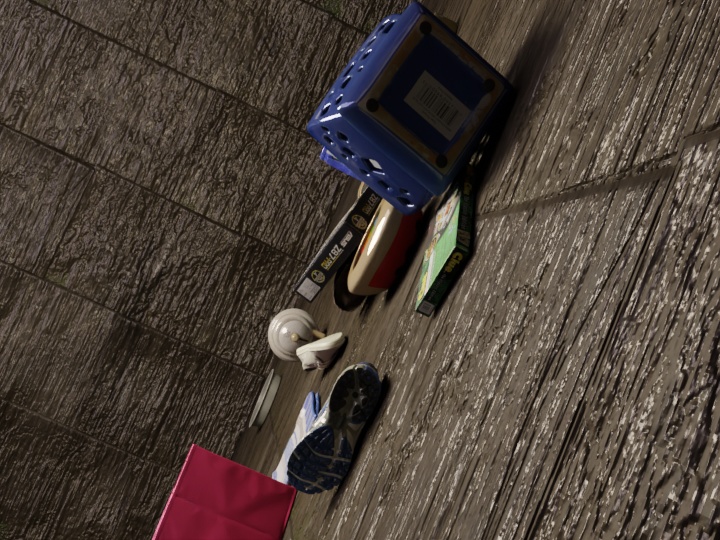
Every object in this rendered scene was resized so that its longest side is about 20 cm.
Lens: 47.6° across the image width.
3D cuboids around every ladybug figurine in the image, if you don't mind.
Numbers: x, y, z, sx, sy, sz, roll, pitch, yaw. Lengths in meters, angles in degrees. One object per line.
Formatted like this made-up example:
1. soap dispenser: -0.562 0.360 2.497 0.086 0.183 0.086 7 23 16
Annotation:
1. ladybug figurine: 0.043 -0.043 1.292 0.136 0.071 0.202 -77 12 -61

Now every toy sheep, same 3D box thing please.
1. toy sheep: -0.156 0.156 1.943 0.200 0.136 0.140 149 144 -78

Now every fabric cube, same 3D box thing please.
1. fabric cube: -0.248 0.455 1.389 0.197 0.197 0.202 123 169 -48

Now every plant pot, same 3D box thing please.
1. plant pot: 0.069 -0.211 1.061 0.201 0.199 0.180 -54 12 -7

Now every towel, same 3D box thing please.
1. towel: -0.125 0.339 1.552 0.147 0.023 0.203 -109 43 -79

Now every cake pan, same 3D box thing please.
1. cake pan: -0.309 0.422 2.659 0.200 0.036 0.203 -156 89 -84

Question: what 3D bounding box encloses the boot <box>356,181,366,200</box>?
1. boot: 0.047 -0.146 1.666 0.138 0.076 0.203 133 149 -56

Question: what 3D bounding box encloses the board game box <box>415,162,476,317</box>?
1. board game box: 0.107 -0.043 1.002 0.105 0.023 0.201 -59 9 36

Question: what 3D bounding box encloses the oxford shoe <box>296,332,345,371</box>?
1. oxford shoe: -0.074 0.164 1.618 0.200 0.074 0.059 -33 74 64

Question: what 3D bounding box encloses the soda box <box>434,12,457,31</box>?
1. soda box: 0.172 -0.511 1.882 0.202 0.063 0.068 -74 11 -45

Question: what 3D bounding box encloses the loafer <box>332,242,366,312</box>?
1. loafer: 0.000 0.000 1.478 0.072 0.072 0.202 -74 10 -61

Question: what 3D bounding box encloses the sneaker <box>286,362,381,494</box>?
1. sneaker: -0.028 0.207 1.082 0.202 0.076 0.085 -58 -1 14

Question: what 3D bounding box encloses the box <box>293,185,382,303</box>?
1. box: -0.032 -0.054 1.460 0.201 0.049 0.162 -51 6 40

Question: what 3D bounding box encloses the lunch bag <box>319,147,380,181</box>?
1. lunch bag: 0.030 -0.261 1.624 0.124 0.168 0.202 110 -174 -64
